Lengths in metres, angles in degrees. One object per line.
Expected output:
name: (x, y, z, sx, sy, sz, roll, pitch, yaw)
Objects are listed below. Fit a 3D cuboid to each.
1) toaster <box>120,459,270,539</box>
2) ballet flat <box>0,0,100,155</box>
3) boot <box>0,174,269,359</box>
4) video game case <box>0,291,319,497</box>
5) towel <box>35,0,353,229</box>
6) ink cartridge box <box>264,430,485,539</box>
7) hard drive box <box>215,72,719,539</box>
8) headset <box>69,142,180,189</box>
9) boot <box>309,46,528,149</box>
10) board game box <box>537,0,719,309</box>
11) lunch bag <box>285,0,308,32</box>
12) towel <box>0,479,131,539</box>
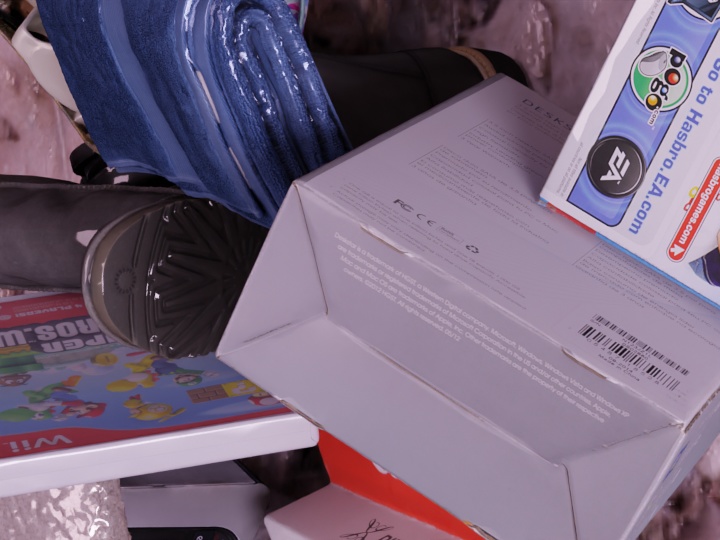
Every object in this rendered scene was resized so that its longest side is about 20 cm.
toaster: (-0.159, 0.129, 1.124, 0.200, 0.118, 0.182, 40, 116, 39)
ballet flat: (-0.154, -0.128, 1.070, 0.200, 0.071, 0.071, 47, 126, 7)
boot: (-0.130, -0.012, 1.024, 0.199, 0.181, 0.073, 12, 98, 30)
video game case: (-0.111, 0.045, 1.009, 0.200, 0.142, 0.018, -132, 36, -66)
towel: (-0.072, -0.079, 0.895, 0.200, 0.048, 0.112, 27, 145, 61)
ink cartridge box: (0.013, 0.116, 0.948, 0.200, 0.043, 0.175, 12, 125, 65)
hard drive box: (0.065, 0.014, 0.826, 0.155, 0.200, 0.077, 33, 116, 13)
headset: (-0.087, -0.035, 1.160, 0.124, 0.093, 0.201, 55, 142, 30)
boot: (0.000, 0.000, 0.986, 0.077, 0.138, 0.202, -2, 87, 49)
board game box: (0.190, -0.064, 0.764, 0.195, 0.056, 0.201, 32, 114, 14)
lunch bag: (-0.079, -0.186, 1.042, 0.171, 0.121, 0.201, -103, -2, -60)
towel: (-0.175, 0.147, 1.031, 0.199, 0.034, 0.134, -16, 82, 40)
